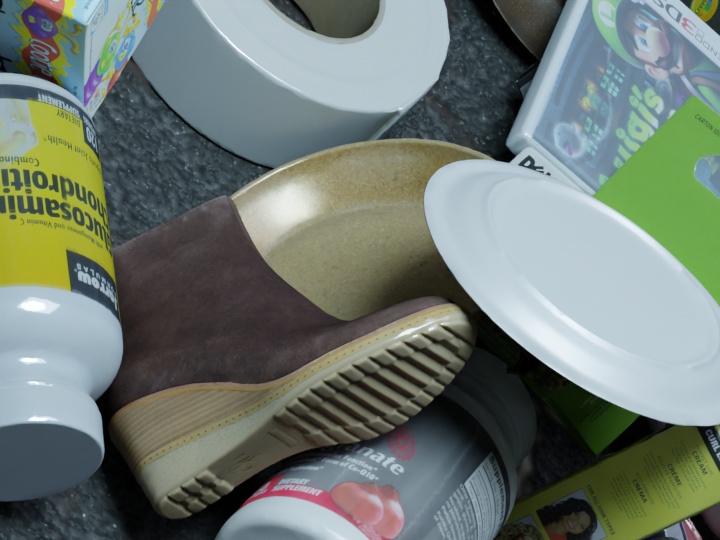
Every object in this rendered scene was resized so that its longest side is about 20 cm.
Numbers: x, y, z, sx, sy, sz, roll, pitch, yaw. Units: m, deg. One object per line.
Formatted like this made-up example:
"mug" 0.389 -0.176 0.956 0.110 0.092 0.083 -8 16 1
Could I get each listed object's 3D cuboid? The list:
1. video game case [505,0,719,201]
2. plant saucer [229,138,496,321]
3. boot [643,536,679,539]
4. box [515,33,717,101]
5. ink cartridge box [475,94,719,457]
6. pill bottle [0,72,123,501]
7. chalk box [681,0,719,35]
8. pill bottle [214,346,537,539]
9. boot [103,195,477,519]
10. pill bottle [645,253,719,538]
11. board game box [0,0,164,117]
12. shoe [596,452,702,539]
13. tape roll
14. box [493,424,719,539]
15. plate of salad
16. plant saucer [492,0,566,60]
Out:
"video game case" 0.189 -0.090 1.741 0.182 0.023 0.200 39 47 -16
"plant saucer" 0.000 0.000 1.530 0.200 0.200 0.035 -66 149 -46
"boot" 0.126 0.191 1.450 0.200 0.132 0.070 -35 80 -28
"box" 0.202 -0.051 1.780 0.158 0.048 0.200 -10 73 -43
"ink cartridge box" 0.149 -0.017 1.583 0.148 0.200 0.076 44 -3 42
"pill bottle" -0.178 0.009 1.394 0.112 0.112 0.200 12 52 -32
"chalk box" 0.306 -0.196 1.935 0.124 0.125 0.200 -29 81 -47
"pill bottle" 0.015 0.122 1.466 0.111 0.111 0.200 46 42 0
"boot" -0.049 0.020 1.428 0.072 0.200 0.167 49 17 -51
"pill bottle" 0.235 0.095 1.605 0.114 0.114 0.200 0 49 -39
"board game box" -0.209 -0.178 1.454 0.200 0.105 0.103 24 61 7
"shoe" 0.195 0.198 1.589 0.091 0.071 0.200 -1 65 -41
"tape roll" -0.046 -0.159 1.662 0.202 0.071 0.203 22 47 -25
"box" 0.150 0.120 1.507 0.075 0.200 0.050 -22 82 -45
"plate of salad" 0.113 0.016 1.434 0.200 0.048 0.200 27 29 -16
"plant saucer" 0.147 -0.217 1.858 0.200 0.032 0.201 23 56 -39
